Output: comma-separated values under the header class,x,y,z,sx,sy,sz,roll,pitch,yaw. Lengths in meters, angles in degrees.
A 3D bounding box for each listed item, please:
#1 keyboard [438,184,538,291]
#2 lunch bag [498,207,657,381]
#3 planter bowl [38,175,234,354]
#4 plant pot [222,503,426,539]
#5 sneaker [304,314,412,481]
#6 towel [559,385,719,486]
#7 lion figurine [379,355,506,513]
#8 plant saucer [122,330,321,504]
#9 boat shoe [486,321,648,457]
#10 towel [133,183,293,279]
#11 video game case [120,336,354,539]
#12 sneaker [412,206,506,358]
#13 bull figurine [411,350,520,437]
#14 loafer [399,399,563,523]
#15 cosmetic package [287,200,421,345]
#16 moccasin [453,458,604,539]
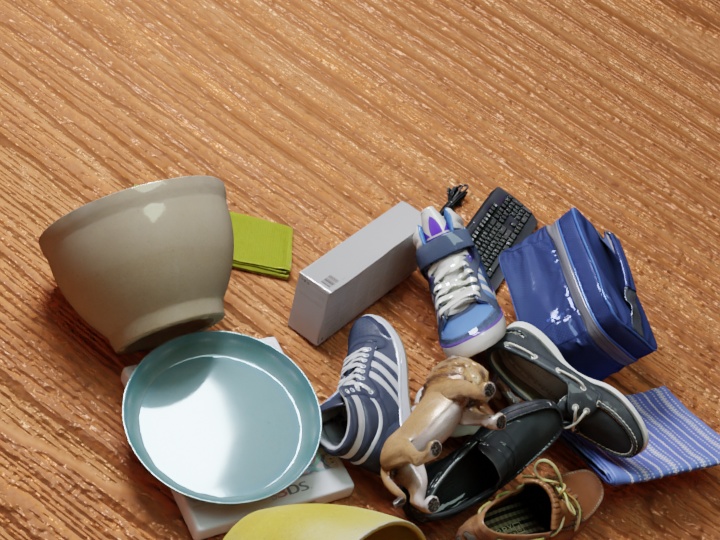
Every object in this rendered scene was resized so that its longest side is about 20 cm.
class,x,y,z,sx,sy,sz,roll,pitch,yaw
keyboard,0.147,-0.050,1.652,0.126,0.021,0.200,32,43,6
lunch bag,0.260,0.027,1.516,0.136,0.132,0.201,37,30,-44
planter bowl,-0.213,0.004,1.323,0.199,0.200,0.136,-14,80,-35
plant pot,-0.052,0.287,1.136,0.141,0.202,0.199,20,36,34
sneaker,-0.006,0.119,1.361,0.108,0.070,0.202,22,42,-35
towel,0.318,0.185,1.472,0.198,0.024,0.145,-6,31,-30
lion figurine,0.070,0.159,1.291,0.200,0.122,0.073,-39,114,-27
plant saucer,-0.137,0.148,1.279,0.198,0.028,0.202,9,50,-10
boat shoe,0.220,0.140,1.398,0.199,0.076,0.060,37,37,16
towel,-0.174,-0.046,1.497,0.198,0.018,0.087,14,45,-13
video game case,-0.126,0.164,1.315,0.180,0.024,0.201,-10,54,-33
sneaker,0.097,0.005,1.437,0.147,0.080,0.200,61,13,-12
bull figurine,0.122,0.140,1.428,0.121,0.065,0.201,32,45,1
loafer,0.132,0.199,1.326,0.199,0.070,0.069,-30,103,-17
cosmetic package,0.000,0.000,1.486,0.050,0.083,0.200,32,42,22
moccasin,0.184,0.246,1.341,0.200,0.078,0.074,-7,52,-36
